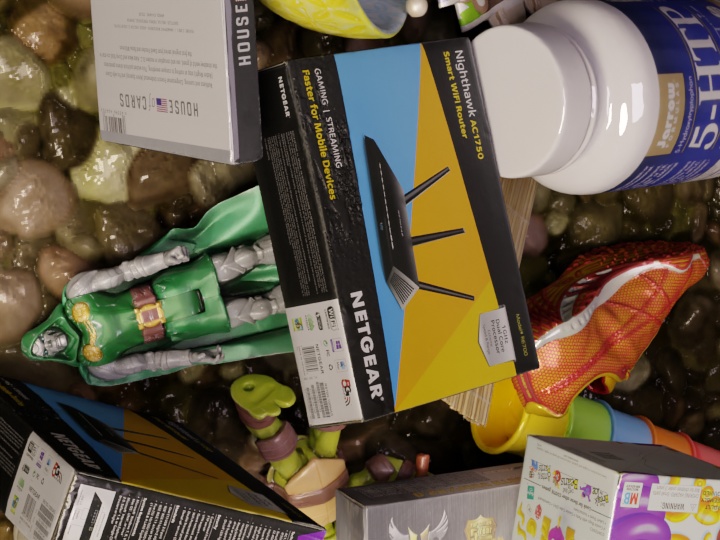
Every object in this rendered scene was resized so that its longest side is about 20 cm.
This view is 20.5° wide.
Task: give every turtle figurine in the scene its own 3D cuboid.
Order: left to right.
[{"bbox_3d":[-0.022,0.121,1.228,0.199,0.064,0.162,-17,125,-14],"label":"turtle figurine"}]

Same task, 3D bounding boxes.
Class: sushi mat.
[{"bbox_3d":[0.074,-0.009,1.236,0.096,0.012,0.201,41,57,-51],"label":"sushi mat"}]

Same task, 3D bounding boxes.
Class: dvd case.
[{"bbox_3d":[-0.106,-0.165,1.086,0.025,0.150,0.201,-11,105,-33],"label":"dvd case"}]

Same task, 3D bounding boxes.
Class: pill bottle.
[{"bbox_3d":[0.154,-0.109,1.228,0.199,0.119,0.121,-9,104,-45],"label":"pill bottle"}]

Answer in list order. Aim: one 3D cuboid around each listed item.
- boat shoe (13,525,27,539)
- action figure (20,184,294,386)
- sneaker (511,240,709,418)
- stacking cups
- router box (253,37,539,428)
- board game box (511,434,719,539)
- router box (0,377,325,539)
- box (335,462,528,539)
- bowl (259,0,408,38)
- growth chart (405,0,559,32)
[{"bbox_3d":[-0.132,0.201,1.114,0.059,0.200,0.072,-14,126,-28],"label":"boat shoe"},{"bbox_3d":[-0.101,0.018,1.157,0.199,0.055,0.119,-17,95,-5],"label":"action figure"},{"bbox_3d":[0.160,0.034,1.299,0.200,0.073,0.078,-30,116,-38],"label":"sneaker"},{"bbox_3d":[0.170,0.114,1.337,0.199,0.060,0.061,17,91,-30],"label":"stacking cups"},{"bbox_3d":[0.018,-0.025,1.131,0.149,0.051,0.201,-14,92,-43],"label":"router box"},{"bbox_3d":[0.151,0.208,1.173,0.102,0.105,0.201,7,95,-26],"label":"board game box"},{"bbox_3d":[-0.130,0.117,1.085,0.149,0.200,0.051,18,94,-31],"label":"router box"},{"bbox_3d":[0.084,0.203,1.226,0.199,0.048,0.159,-5,101,-24],"label":"box"},{"bbox_3d":[-0.045,-0.225,1.120,0.107,0.200,0.201,-4,105,16],"label":"bowl"},{"bbox_3d":[0.077,-0.214,1.209,0.200,0.018,0.146,-17,105,-53],"label":"growth chart"}]
